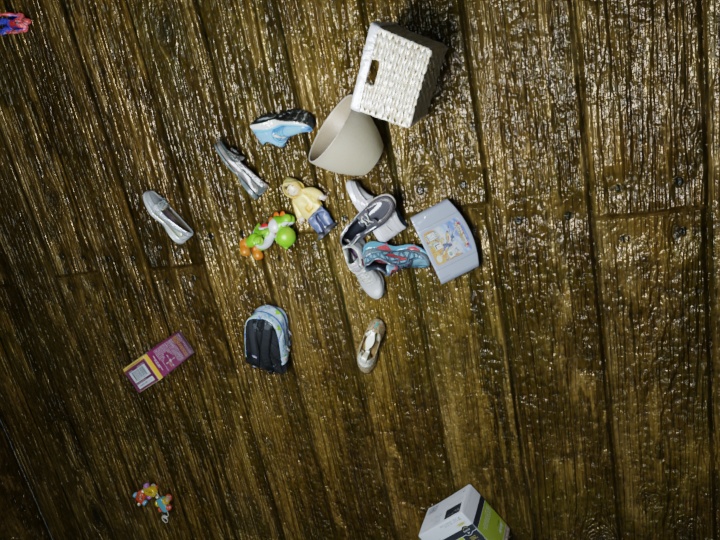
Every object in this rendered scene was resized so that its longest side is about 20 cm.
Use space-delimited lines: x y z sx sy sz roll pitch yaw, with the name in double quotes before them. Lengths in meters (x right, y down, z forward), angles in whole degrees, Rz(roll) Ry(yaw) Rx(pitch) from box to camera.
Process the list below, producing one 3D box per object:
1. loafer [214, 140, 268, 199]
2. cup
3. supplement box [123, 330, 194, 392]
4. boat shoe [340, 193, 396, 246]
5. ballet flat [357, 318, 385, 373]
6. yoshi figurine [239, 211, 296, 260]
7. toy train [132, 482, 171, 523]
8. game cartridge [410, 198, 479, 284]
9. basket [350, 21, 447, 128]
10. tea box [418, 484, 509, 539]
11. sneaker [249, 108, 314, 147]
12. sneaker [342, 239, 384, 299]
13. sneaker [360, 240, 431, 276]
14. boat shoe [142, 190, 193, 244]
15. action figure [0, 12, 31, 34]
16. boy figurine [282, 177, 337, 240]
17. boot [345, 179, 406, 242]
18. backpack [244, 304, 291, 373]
"loafer" -0.353 -0.311 1.704 0.062 0.072 0.201 -35 101 10
"cup" -0.024 -0.331 1.489 0.142 0.202 0.200 32 123 -23
"supplement box" -0.713 0.321 2.019 0.130 0.200 0.104 -31 97 30
"boat shoe" 0.018 -0.128 1.533 0.073 0.063 0.199 46 123 -10
"ballet flat" 0.022 0.241 1.746 0.069 0.065 0.203 20 117 15
"yoshi figurine" -0.270 -0.091 1.729 0.198 0.113 0.112 -32 112 27
"toy train" -0.878 0.979 2.435 0.198 0.056 0.152 28 120 15
"game cartridge" 0.234 -0.081 1.525 0.131 0.042 0.203 -26 98 14
"basket" 0.094 -0.469 1.364 0.158 0.200 0.201 23 118 11
"tea box" 0.330 0.830 1.801 0.197 0.134 0.200 48 121 1
"sneaker" -0.212 -0.397 1.610 0.196 0.079 0.091 2 129 26
"sneaker" 0.000 0.000 1.643 0.074 0.100 0.202 -23 101 26
"sneaker" 0.098 -0.017 1.578 0.196 0.097 0.080 5 142 11
"boat shoe" -0.629 -0.182 1.865 0.064 0.075 0.203 -31 99 24
"action figure" -1.161 -0.795 1.844 0.196 0.099 0.067 0 112 21
"boy figurine" -0.149 -0.192 1.655 0.124 0.064 0.201 -33 98 33
"boot" 0.048 -0.182 1.576 0.095 0.074 0.201 -29 105 23
"backpack" -0.303 0.212 1.845 0.160 0.155 0.202 11 136 21
